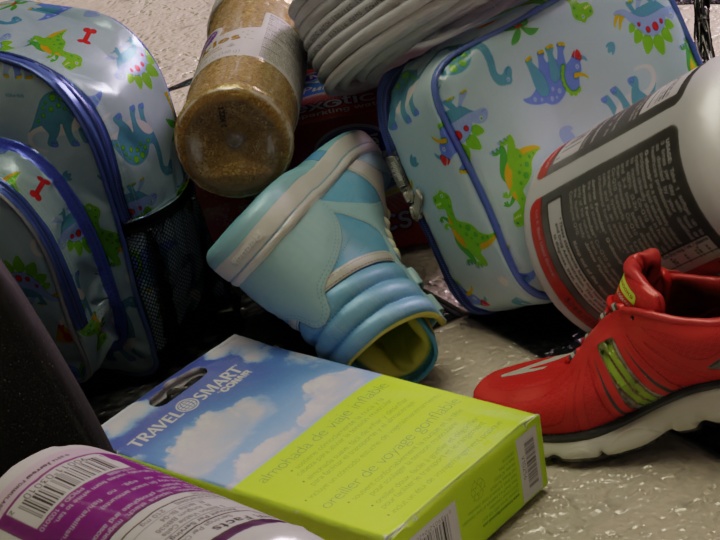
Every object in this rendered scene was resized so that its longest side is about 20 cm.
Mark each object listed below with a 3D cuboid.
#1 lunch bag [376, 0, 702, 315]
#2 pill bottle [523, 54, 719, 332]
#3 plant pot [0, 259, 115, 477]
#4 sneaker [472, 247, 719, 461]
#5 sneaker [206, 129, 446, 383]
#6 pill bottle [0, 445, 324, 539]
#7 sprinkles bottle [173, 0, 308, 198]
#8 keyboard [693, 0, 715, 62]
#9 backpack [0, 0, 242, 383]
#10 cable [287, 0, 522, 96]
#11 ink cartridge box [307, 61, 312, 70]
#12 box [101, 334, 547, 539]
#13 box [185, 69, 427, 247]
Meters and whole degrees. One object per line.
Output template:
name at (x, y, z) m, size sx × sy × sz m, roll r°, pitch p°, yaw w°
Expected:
lunch bag at (0.113, -0.073, 1.110) m, size 0.199 × 0.162 × 0.082 m, roll -31°, pitch 9°, yaw -33°
pill bottle at (0.181, -0.042, 0.975) m, size 0.115 × 0.117 × 0.200 m, roll -30°, pitch 1°, yaw -36°
plant pot at (-0.233, 0.074, 0.919) m, size 0.198 × 0.179 × 0.200 m, roll -23°, pitch 29°, yaw -23°
sneaker at (0.138, 0.032, 0.942) m, size 0.198 × 0.085 × 0.077 m, roll -17°, pitch 21°, yaw 30°
sneaker at (0.000, 0.000, 1.077) m, size 0.080 × 0.131 × 0.200 m, roll -46°, pitch -1°, yaw 26°
pill bottle at (-0.067, 0.147, 0.782) m, size 0.199 × 0.113 × 0.112 m, roll 15°, pitch 36°, yaw 41°
sprinkles bottle at (-0.064, -0.113, 1.135) m, size 0.067 × 0.069 × 0.200 m, roll -8°, pitch 26°, yaw 6°
keyboard at (0.182, -0.152, 1.265) m, size 0.126 × 0.021 × 0.202 m, roll 4°, pitch 62°, yaw -14°
backpack at (-0.184, -0.041, 1.106) m, size 0.181 × 0.202 × 0.147 m, roll 7°, pitch 31°, yaw 31°
cable at (0.052, -0.174, 1.120) m, size 0.199 × 0.070 × 0.200 m, roll -31°, pitch -1°, yaw 27°
ink cartridge box at (-0.008, -0.191, 1.326) m, size 0.145 × 0.084 × 0.200 m, roll -48°, pitch 4°, yaw -28°
box at (-0.024, 0.093, 0.946) m, size 0.199 × 0.048 × 0.122 m, roll 12°, pitch 33°, yaw 39°
box at (-0.007, -0.071, 1.219) m, size 0.198 × 0.096 × 0.100 m, roll -11°, pitch 25°, yaw 0°
